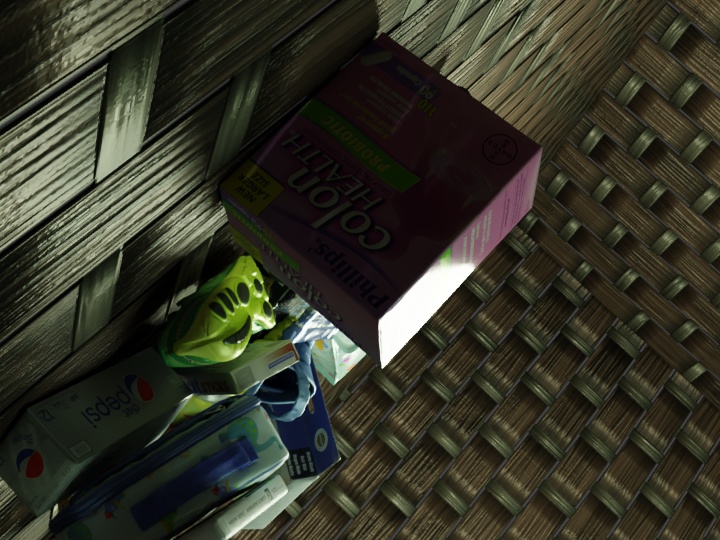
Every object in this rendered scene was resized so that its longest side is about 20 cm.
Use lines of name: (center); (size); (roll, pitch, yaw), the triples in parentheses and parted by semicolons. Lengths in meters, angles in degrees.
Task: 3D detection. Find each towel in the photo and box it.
towel: (0.000, 0.000, 1.207); (0.201, 0.024, 0.145); (-49, 167, 12)

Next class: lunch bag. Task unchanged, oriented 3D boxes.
lunch bag: (-0.011, 0.037, 1.526); (0.170, 0.122, 0.201); (-43, 163, -22)
lunch bag: (-0.166, 0.189, 0.980); (0.199, 0.083, 0.161); (-31, 177, -27)

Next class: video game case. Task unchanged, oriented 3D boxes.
video game case: (-0.168, 0.248, 0.959); (0.199, 0.024, 0.182); (-34, 174, 11)

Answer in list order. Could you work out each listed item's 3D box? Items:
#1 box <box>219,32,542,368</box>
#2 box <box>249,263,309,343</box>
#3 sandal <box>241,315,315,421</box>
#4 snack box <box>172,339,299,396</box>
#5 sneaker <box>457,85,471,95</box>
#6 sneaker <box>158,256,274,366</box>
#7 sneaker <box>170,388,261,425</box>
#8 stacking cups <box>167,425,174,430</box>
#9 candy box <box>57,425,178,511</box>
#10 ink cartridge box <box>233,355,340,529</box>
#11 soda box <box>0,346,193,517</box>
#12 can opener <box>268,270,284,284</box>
box: (0.018, -0.061, 0.921); (0.200, 0.175, 0.097); (-45, 160, -17)
box: (-0.099, 0.036, 1.280); (0.159, 0.046, 0.200); (-49, 173, 6)
sandal: (-0.084, 0.111, 1.224); (0.080, 0.087, 0.200); (-52, 178, 18)
snack box: (-0.137, 0.095, 1.079); (0.071, 0.025, 0.199); (-28, -171, -32)
sneaker: (0.056, -0.125, 1.247); (0.201, 0.079, 0.096); (-49, 170, 2)
sneaker: (-0.133, 0.038, 1.024); (0.082, 0.075, 0.200); (-17, -174, 12)
sneaker: (-0.177, 0.138, 1.287); (0.090, 0.078, 0.200); (-41, 167, 5)
stacking cups: (-0.286, 0.264, 1.359); (0.201, 0.060, 0.061); (-54, 173, -3)
candy box: (-0.224, 0.222, 1.218); (0.198, 0.057, 0.117); (-22, 161, -25)
ink cartridge box: (-0.113, 0.188, 1.390); (0.040, 0.202, 0.200); (5, 143, -36)
soda box: (-0.226, 0.134, 0.973); (0.068, 0.063, 0.200); (-49, 173, 20)
can opener: (-0.034, -0.076, 1.053); (0.063, 0.078, 0.202); (-7, 131, -61)
